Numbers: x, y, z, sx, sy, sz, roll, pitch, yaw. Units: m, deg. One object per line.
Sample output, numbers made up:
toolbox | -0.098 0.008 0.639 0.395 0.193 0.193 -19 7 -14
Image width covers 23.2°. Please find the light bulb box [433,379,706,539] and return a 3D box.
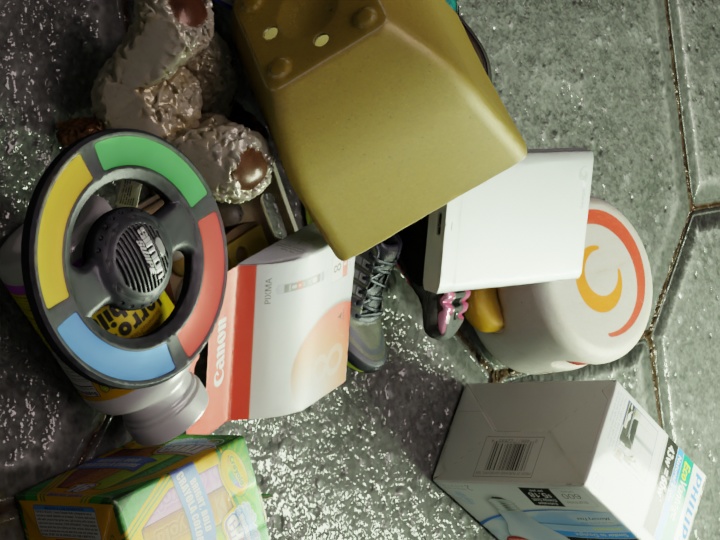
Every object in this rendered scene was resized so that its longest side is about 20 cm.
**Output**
light bulb box | 0.220 0.217 1.827 0.200 0.198 0.125 44 56 -36

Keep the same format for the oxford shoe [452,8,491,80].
oxford shoe | 0.085 -0.183 1.718 0.084 0.073 0.201 15 52 -56

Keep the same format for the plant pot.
plant pot | -0.005 -0.167 1.503 0.200 0.194 0.196 48 15 -54

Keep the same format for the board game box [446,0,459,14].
board game box | 0.032 -0.235 1.788 0.200 0.028 0.136 2 84 -49

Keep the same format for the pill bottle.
pill bottle | -0.202 0.045 1.422 0.104 0.104 0.200 -53 124 -38

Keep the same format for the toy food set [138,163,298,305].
toy food set | -0.125 -0.013 1.553 0.200 0.060 0.144 -36 112 -45

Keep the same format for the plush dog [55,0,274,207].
plush dog | -0.158 -0.153 1.493 0.201 0.160 0.172 68 24 -14

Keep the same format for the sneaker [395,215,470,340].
sneaker | 0.053 -0.026 1.741 0.079 0.095 0.201 32 50 -70

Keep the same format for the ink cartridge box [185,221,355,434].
ink cartridge box | -0.077 0.060 1.557 0.200 0.050 0.163 -35 136 -52

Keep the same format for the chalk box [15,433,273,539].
chalk box | -0.158 0.207 1.441 0.200 0.124 0.124 -24 104 -49

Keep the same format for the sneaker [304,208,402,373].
sneaker | 0.000 0.000 1.683 0.074 0.081 0.201 -16 98 -49

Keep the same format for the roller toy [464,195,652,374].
roller toy | 0.207 0.019 1.881 0.182 0.140 0.200 47 54 -22

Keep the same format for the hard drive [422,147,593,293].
hard drive | 0.146 -0.051 1.707 0.200 0.026 0.132 -5 105 -41

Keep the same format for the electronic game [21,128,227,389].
electronic game | -0.177 -0.009 1.345 0.200 0.042 0.201 5 83 -48

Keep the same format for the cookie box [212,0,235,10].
cookie box | -0.067 -0.304 1.609 0.200 0.075 0.172 21 52 -48
